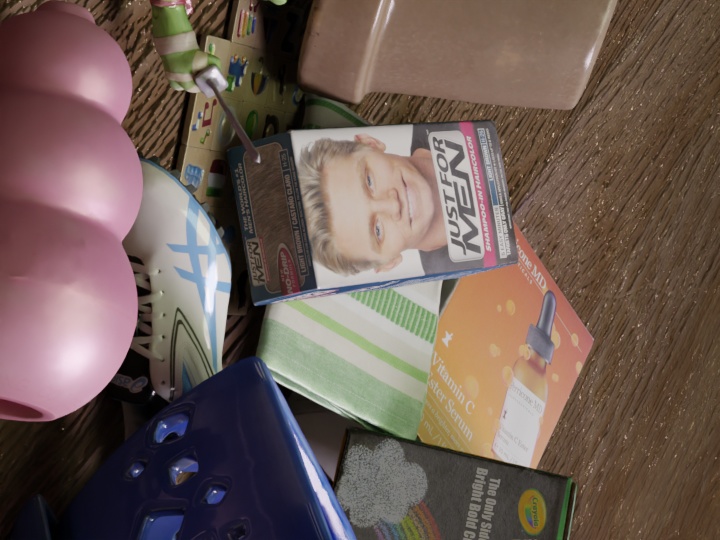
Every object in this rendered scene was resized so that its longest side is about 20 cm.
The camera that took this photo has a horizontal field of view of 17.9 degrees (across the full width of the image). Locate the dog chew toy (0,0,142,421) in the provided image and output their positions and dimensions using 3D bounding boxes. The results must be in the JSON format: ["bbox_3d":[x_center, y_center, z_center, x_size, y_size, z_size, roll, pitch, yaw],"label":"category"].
[{"bbox_3d":[-0.160,-0.032,1.098,0.125,0.124,0.201,43,53,-65],"label":"dog chew toy"}]

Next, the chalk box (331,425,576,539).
[{"bbox_3d":[0.069,0.198,1.485,0.124,0.199,0.125,102,3,-65],"label":"chalk box"}]

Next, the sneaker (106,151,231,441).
[{"bbox_3d":[-0.115,0.030,1.301,0.072,0.072,0.201,-39,133,-45],"label":"sneaker"}]

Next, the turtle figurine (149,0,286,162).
[{"bbox_3d":[-0.041,-0.155,1.247,0.194,0.199,0.144,-36,147,-66],"label":"turtle figurine"}]

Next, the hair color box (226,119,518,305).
[{"bbox_3d":[0.012,-0.039,1.450,0.200,0.060,0.101,-8,86,-48],"label":"hair color box"}]

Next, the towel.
[{"bbox_3d":[0.000,0.000,1.490,0.152,0.023,0.201,32,58,-39],"label":"towel"}]

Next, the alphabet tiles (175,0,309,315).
[{"bbox_3d":[-0.075,-0.071,1.427,0.166,0.006,0.201,4,98,-69],"label":"alphabet tiles"}]

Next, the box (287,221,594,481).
[{"bbox_3d":[0.059,0.075,1.633,0.152,0.106,0.200,53,48,-30],"label":"box"}]

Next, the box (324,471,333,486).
[{"bbox_3d":[0.024,0.203,1.716,0.200,0.036,0.144,33,70,-52],"label":"box"}]

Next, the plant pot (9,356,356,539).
[{"bbox_3d":[-0.079,0.203,1.247,0.200,0.179,0.200,-114,179,-51],"label":"plant pot"}]

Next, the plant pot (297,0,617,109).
[{"bbox_3d":[0.071,-0.178,1.430,0.200,0.174,0.201,20,90,-88],"label":"plant pot"}]
